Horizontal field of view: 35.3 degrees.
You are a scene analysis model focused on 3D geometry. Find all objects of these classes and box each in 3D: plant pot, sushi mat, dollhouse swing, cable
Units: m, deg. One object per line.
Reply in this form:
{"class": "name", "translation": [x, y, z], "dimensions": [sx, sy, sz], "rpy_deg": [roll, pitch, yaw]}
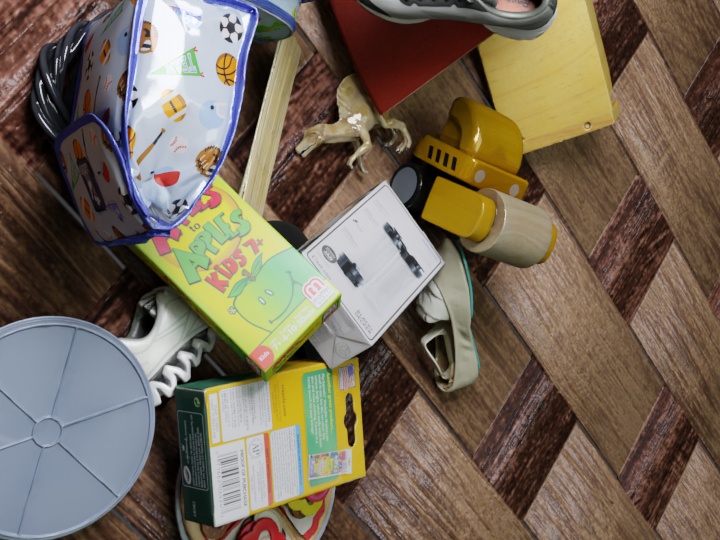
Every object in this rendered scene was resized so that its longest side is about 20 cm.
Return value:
{"class": "plant pot", "translation": [0.073, -0.320, 1.197], "dimensions": [0.177, 0.199, 0.200], "rpy_deg": [51, 45, -9]}
{"class": "sushi mat", "translation": [-0.091, -0.148, 1.143], "dimensions": [0.012, 0.096, 0.202], "rpy_deg": [11, 79, 5]}
{"class": "dollhouse swing", "translation": [0.237, -0.281, 1.447], "dimensions": [0.180, 0.176, 0.202], "rpy_deg": [-18, 106, 4]}
{"class": "cable", "translation": [-0.213, -0.165, 1.059], "dimensions": [0.200, 0.051, 0.164], "rpy_deg": [-41, 110, -28]}

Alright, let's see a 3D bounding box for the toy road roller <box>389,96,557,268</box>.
{"class": "toy road roller", "translation": [0.136, -0.103, 1.256], "dimensions": [0.122, 0.200, 0.147], "rpy_deg": [16, 102, -39]}

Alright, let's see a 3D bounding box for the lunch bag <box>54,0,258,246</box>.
{"class": "lunch bag", "translation": [-0.181, -0.123, 0.946], "dimensions": [0.123, 0.170, 0.202], "rpy_deg": [11, 83, -27]}

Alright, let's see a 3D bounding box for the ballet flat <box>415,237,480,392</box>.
{"class": "ballet flat", "translation": [0.096, 0.058, 1.286], "dimensions": [0.069, 0.069, 0.202], "rpy_deg": [-39, 132, -33]}

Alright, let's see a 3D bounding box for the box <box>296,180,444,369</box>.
{"class": "box", "translation": [0.000, 0.000, 1.165], "dimensions": [0.117, 0.060, 0.200], "rpy_deg": [53, 36, -6]}

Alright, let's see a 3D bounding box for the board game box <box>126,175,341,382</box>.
{"class": "board game box", "translation": [-0.123, -0.006, 1.044], "dimensions": [0.200, 0.048, 0.102], "rpy_deg": [43, 76, 9]}

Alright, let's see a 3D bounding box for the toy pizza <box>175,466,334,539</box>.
{"class": "toy pizza", "translation": [-0.098, 0.223, 1.152], "dimensions": [0.199, 0.032, 0.203], "rpy_deg": [0, 90, -40]}

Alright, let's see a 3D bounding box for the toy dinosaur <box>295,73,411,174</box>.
{"class": "toy dinosaur", "translation": [0.015, -0.176, 1.241], "dimensions": [0.200, 0.058, 0.101], "rpy_deg": [-51, 119, -29]}

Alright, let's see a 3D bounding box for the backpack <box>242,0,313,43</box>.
{"class": "backpack", "translation": [-0.108, -0.298, 1.044], "dimensions": [0.182, 0.199, 0.149], "rpy_deg": [17, 79, -40]}

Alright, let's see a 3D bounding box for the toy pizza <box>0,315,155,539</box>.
{"class": "toy pizza", "translation": [-0.279, 0.138, 0.993], "dimensions": [0.198, 0.032, 0.203], "rpy_deg": [-5, 101, -29]}

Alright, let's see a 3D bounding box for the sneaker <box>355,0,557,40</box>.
{"class": "sneaker", "translation": [0.087, -0.263, 1.037], "dimensions": [0.198, 0.079, 0.075], "rpy_deg": [8, 91, 0]}

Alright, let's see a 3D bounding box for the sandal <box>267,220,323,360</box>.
{"class": "sandal", "translation": [-0.052, 0.036, 1.192], "dimensions": [0.075, 0.045, 0.202], "rpy_deg": [-35, 112, -35]}

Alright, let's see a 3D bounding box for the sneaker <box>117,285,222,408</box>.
{"class": "sneaker", "translation": [-0.163, 0.039, 1.084], "dimensions": [0.081, 0.075, 0.200], "rpy_deg": [52, 58, -17]}

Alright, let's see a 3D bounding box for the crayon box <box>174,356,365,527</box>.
{"class": "crayon box", "translation": [-0.083, 0.159, 1.093], "dimensions": [0.199, 0.051, 0.127], "rpy_deg": [-8, 96, -45]}
